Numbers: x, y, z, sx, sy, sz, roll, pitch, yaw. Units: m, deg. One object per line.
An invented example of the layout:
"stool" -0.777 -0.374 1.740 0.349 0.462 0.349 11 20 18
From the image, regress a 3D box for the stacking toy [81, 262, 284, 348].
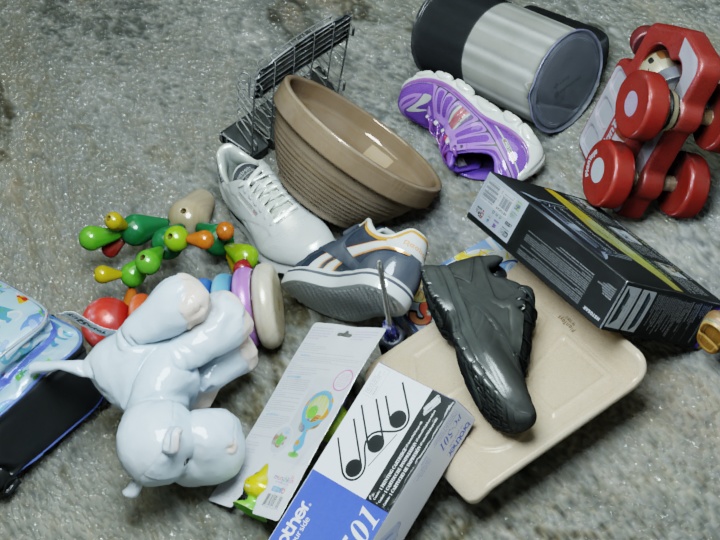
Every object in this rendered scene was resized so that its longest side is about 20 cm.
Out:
"stacking toy" -0.179 0.045 1.448 0.199 0.086 0.086 -7 45 5

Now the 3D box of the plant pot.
"plant pot" -0.020 -0.110 1.524 0.093 0.200 0.201 -54 43 17

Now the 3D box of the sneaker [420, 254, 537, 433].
"sneaker" 0.119 0.054 1.271 0.090 0.076 0.201 -20 48 -4

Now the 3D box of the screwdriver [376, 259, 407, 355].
"screwdriver" 0.021 0.040 1.321 0.029 0.200 0.028 2 61 12

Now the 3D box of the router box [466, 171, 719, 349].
"router box" 0.216 -0.010 1.345 0.200 0.157 0.052 45 114 43

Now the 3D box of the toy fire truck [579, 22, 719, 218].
"toy fire truck" 0.283 -0.156 1.439 0.111 0.201 0.168 5 40 -20

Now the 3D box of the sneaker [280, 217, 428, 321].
"sneaker" 0.000 0.000 1.410 0.200 0.078 0.080 -1 56 56

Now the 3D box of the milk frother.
"milk frother" 0.174 -0.287 1.594 0.180 0.201 0.188 -38 48 -25

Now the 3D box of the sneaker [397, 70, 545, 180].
"sneaker" 0.105 -0.149 1.567 0.083 0.081 0.200 -42 50 -16

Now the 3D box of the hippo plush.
"hippo plush" -0.170 0.109 1.314 0.199 0.160 0.161 13 38 -31

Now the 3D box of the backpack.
"backpack" -0.379 0.095 1.427 0.199 0.147 0.183 21 52 37

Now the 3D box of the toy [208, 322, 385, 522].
"toy" -0.048 0.143 1.338 0.115 0.047 0.200 2 53 53

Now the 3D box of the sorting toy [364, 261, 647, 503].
"sorting toy" 0.127 0.096 1.303 0.200 0.037 0.185 -36 47 -10

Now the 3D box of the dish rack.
"dish rack" -0.079 -0.210 1.607 0.153 0.200 0.055 -38 75 -21

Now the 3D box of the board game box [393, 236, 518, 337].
"board game box" 0.129 0.060 1.382 0.135 0.035 0.200 -29 46 -11

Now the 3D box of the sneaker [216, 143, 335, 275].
"sneaker" -0.096 -0.065 1.532 0.076 0.081 0.200 -32 40 -19

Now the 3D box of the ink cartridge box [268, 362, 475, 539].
"ink cartridge box" 0.006 0.186 1.245 0.094 0.044 0.201 24 77 39

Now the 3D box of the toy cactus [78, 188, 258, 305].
"toy cactus" -0.191 -0.030 1.549 0.199 0.103 0.165 -3 27 18

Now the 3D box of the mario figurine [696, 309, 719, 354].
"mario figurine" 0.391 0.005 1.299 0.106 0.124 0.200 18 58 47
